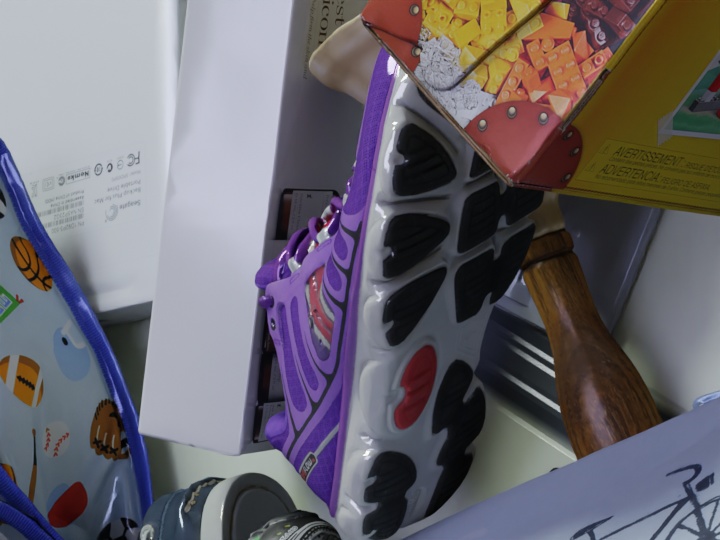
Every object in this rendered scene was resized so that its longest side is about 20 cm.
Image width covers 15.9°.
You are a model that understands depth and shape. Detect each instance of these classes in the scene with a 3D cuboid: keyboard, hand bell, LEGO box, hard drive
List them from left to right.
[{"bbox_3d":[-0.118,-0.075,1.108,0.131,0.026,0.201,-12,73,40],"label":"hard drive"},{"bbox_3d":[0.065,0.000,0.892,0.104,0.104,0.201,-28,79,35],"label":"hand bell"},{"bbox_3d":[0.102,-0.071,0.922,0.056,0.011,0.201,27,100,37],"label":"keyboard"},{"bbox_3d":[0.118,-0.097,0.777,0.077,0.200,0.149,49,114,28],"label":"LEGO box"}]

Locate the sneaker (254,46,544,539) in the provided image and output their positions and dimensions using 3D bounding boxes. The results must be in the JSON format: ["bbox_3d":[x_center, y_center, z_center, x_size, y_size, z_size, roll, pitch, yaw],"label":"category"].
[{"bbox_3d":[0.000,0.000,0.854,0.083,0.080,0.201,35,129,29],"label":"sneaker"}]

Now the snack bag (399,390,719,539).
[{"bbox_3d":[0.052,0.124,0.797,0.188,0.021,0.200,-28,25,28],"label":"snack bag"}]

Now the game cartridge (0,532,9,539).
[{"bbox_3d":[-0.160,0.159,1.011,0.133,0.200,0.041,-19,27,40],"label":"game cartridge"}]

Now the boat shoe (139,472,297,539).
[{"bbox_3d":[-0.060,0.177,0.972,0.062,0.075,0.201,-15,70,37],"label":"boat shoe"}]

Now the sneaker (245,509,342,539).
[{"bbox_3d":[-0.001,0.184,0.922,0.085,0.078,0.201,-19,78,38],"label":"sneaker"}]

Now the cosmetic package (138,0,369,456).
[{"bbox_3d":[-0.030,-0.036,0.962,0.050,0.082,0.201,10,97,27],"label":"cosmetic package"}]

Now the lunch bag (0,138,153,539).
[{"bbox_3d":[-0.185,0.075,1.065,0.170,0.124,0.201,-29,90,38],"label":"lunch bag"}]

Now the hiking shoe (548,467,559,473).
[{"bbox_3d":[0.066,0.167,0.859,0.101,0.076,0.201,-41,56,33],"label":"hiking shoe"}]
